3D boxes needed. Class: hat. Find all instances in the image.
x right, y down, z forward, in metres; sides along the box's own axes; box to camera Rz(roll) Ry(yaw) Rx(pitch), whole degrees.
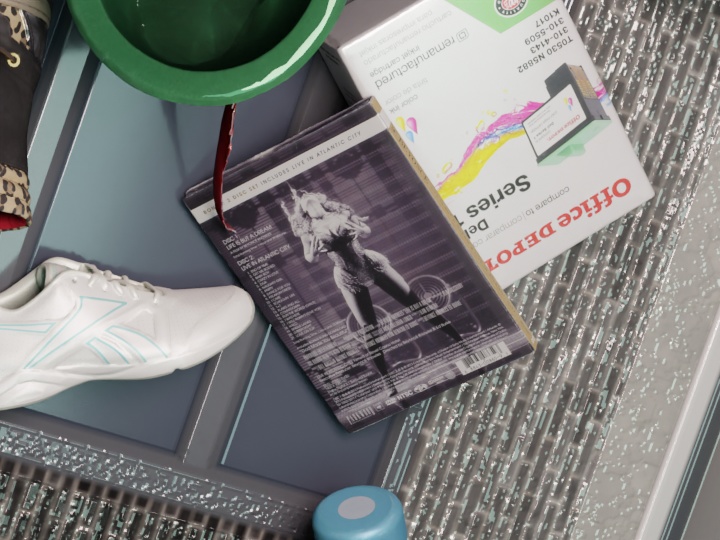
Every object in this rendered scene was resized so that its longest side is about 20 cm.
[{"bbox_3d":[-0.094,-0.160,1.387,0.165,0.176,0.200,32,84,2],"label":"hat"}]

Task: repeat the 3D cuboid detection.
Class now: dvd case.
[{"bbox_3d":[0.000,0.000,1.469,0.148,0.016,0.200,-25,112,25],"label":"dvd case"}]

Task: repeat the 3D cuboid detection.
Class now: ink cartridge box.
[{"bbox_3d":[0.081,-0.102,1.480,0.144,0.084,0.200,-31,112,-5],"label":"ink cartridge box"}]

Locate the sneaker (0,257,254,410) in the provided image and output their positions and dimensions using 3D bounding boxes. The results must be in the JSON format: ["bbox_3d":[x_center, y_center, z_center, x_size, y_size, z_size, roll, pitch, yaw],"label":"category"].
[{"bbox_3d":[-0.162,0.030,1.431,0.199,0.070,0.081,-12,102,-18],"label":"sneaker"}]

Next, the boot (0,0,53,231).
[{"bbox_3d":[-0.273,-0.105,1.330,0.199,0.073,0.151,7,74,-33],"label":"boot"}]

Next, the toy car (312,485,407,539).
[{"bbox_3d":[-0.061,0.261,1.493,0.199,0.177,0.185,-5,119,8],"label":"toy car"}]
